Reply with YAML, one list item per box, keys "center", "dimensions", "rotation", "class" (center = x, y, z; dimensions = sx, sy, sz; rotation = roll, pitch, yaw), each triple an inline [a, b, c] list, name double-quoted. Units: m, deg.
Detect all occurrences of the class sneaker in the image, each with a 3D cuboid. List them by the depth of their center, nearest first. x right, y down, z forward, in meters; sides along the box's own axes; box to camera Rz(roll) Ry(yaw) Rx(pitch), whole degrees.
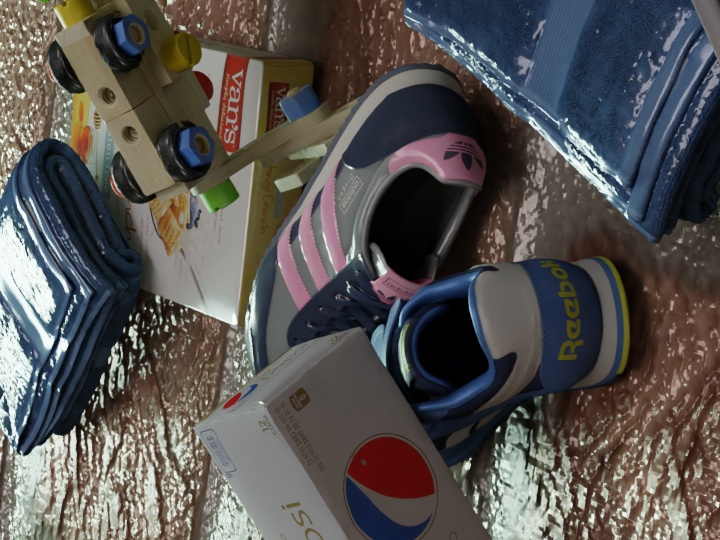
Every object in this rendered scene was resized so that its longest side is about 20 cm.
- center: [0.037, 0.043, 1.081]
  dimensions: [0.200, 0.082, 0.074]
  rotation: [-36, 62, 50]
  class: "sneaker"
- center: [0.000, 0.000, 1.133]
  dimensions: [0.082, 0.070, 0.201]
  rotation: [-111, 38, -48]
  class: "sneaker"

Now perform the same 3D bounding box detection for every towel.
- center: [0.097, -0.111, 1.015]
  dimensions: [0.200, 0.048, 0.112]
  rotation: [49, 126, 43]
  class: "towel"
- center: [-0.188, 0.018, 1.376]
  dimensions: [0.112, 0.048, 0.200]
  rotation: [58, 148, 20]
  class: "towel"

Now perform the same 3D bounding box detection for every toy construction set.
- center: [-0.086, -0.107, 1.166]
  dimensions: [0.200, 0.131, 0.092]
  rotation: [49, 128, -2]
  class: "toy construction set"

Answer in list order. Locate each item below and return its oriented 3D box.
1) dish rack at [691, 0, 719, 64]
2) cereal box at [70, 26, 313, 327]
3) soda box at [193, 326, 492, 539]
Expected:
- center: [0.195, -0.148, 0.878]
  dimensions: [0.172, 0.043, 0.201]
  rotation: [-39, 58, 35]
  class: "dish rack"
- center: [-0.101, -0.058, 1.310]
  dimensions: [0.200, 0.039, 0.145]
  rotation: [18, 105, 53]
  class: "cereal box"
- center: [0.014, 0.129, 1.045]
  dimensions: [0.064, 0.068, 0.201]
  rotation: [-18, 107, 53]
  class: "soda box"
